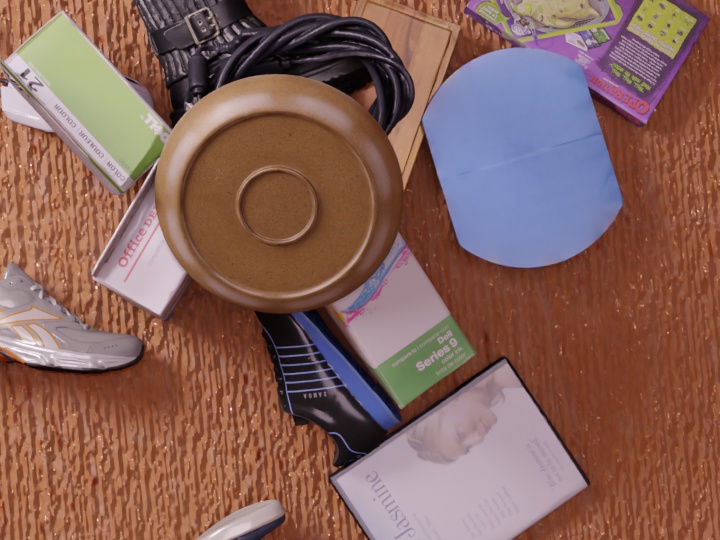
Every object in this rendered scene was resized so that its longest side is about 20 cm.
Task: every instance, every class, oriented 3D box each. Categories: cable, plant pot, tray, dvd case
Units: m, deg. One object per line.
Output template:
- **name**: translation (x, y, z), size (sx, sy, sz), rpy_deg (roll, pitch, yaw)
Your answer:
- **cable**: translation (-0.055, -0.138, 1.374), size (0.199, 0.051, 0.164), rpy_deg (0, 55, 13)
- **plant pot**: translation (-0.065, -0.054, 1.322), size (0.199, 0.028, 0.201), rpy_deg (1, 111, 1)
- **tray**: translation (0.013, -0.144, 1.531), size (0.098, 0.037, 0.201), rpy_deg (19, 85, -4)
- **dvd case**: translation (0.090, 0.192, 1.527), size (0.200, 0.018, 0.143), rpy_deg (-34, 91, -5)

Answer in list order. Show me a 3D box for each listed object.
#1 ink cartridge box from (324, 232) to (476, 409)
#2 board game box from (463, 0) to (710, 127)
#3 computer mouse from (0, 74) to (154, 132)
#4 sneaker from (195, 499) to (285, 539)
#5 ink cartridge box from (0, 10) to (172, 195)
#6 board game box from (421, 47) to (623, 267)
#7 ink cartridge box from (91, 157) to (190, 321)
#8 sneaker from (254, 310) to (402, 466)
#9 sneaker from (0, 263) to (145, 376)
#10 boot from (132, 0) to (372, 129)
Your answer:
- **ink cartridge box**: translation (0.000, 0.000, 1.440), size (0.087, 0.145, 0.200), rpy_deg (-36, 107, -3)
- **board game box**: translation (0.210, -0.237, 1.556), size (0.200, 0.032, 0.120), rpy_deg (33, 81, -1)
- **computer mouse**: translation (-0.284, -0.164, 1.503), size (0.199, 0.044, 0.110), rpy_deg (13, 85, -4)
- **sneaker**: translation (-0.136, 0.283, 1.478), size (0.200, 0.075, 0.085), rpy_deg (-36, 89, 4)
- **ink cartridge box**: translation (-0.223, -0.138, 1.385), size (0.076, 0.200, 0.148), rpy_deg (-43, 100, -6)
- **board game box**: translation (0.145, -0.101, 1.537), size (0.157, 0.039, 0.201), rpy_deg (-17, 88, -6)
- **ink cartridge box**: translation (-0.168, -0.023, 1.426), size (0.068, 0.200, 0.116), rpy_deg (30, 85, -2)
- **sneaker**: translation (-0.053, 0.084, 1.496), size (0.078, 0.070, 0.200), rpy_deg (-41, 85, 6)
- **sneaker**: translation (-0.287, 0.042, 1.479), size (0.199, 0.076, 0.092), rpy_deg (8, 82, -5)
- **boot**: translation (-0.094, -0.218, 1.485), size (0.210, 0.079, 0.159), rpy_deg (-14, 86, 9)
